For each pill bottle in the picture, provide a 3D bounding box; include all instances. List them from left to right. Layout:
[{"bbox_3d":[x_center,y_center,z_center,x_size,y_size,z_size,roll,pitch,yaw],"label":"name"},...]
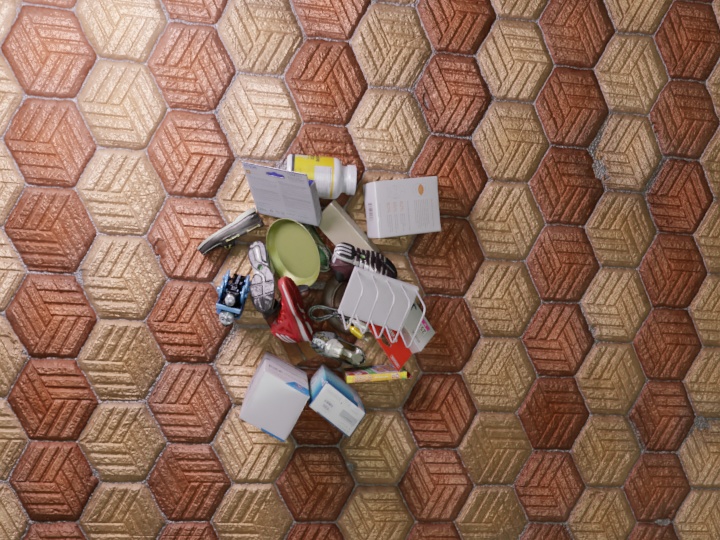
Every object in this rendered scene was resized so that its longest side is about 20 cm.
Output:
[{"bbox_3d":[-0.111,-0.260,1.650,0.192,0.112,0.117,3,95,-8],"label":"pill bottle"}]

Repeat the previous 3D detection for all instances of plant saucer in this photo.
[{"bbox_3d":[-0.182,-0.051,1.648,0.195,0.031,0.207,16,120,30],"label":"plant saucer"},{"bbox_3d":[-0.018,0.092,1.732,0.193,0.037,0.208,-1,96,-7],"label":"plant saucer"}]

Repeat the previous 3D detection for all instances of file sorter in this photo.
[{"bbox_3d":[0.058,0.104,1.579,0.194,0.125,0.142,17,110,-16],"label":"file sorter"}]

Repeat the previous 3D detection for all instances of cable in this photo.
[{"bbox_3d":[-0.050,0.127,1.686,0.194,0.050,0.100,19,94,-9],"label":"cable"}]

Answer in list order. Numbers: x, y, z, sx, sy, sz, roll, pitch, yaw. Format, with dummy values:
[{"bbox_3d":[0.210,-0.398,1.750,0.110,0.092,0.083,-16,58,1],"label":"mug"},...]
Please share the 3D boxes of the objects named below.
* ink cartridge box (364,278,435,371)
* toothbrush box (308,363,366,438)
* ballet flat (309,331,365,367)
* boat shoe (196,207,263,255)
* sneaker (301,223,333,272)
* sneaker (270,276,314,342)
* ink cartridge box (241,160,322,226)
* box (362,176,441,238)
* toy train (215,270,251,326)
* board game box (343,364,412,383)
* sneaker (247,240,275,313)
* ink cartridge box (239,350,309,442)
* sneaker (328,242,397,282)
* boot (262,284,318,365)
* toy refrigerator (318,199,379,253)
[{"bbox_3d":[0.112,0.156,1.706,0.203,0.043,0.173,56,48,-9],"label":"ink cartridge box"},{"bbox_3d":[-0.072,0.362,1.665,0.145,0.200,0.086,40,91,-10],"label":"toothbrush box"},{"bbox_3d":[-0.056,0.226,1.681,0.197,0.071,0.074,27,91,-37],"label":"ballet flat"},{"bbox_3d":[-0.364,-0.097,1.650,0.198,0.072,0.062,-35,98,-3],"label":"boat shoe"},{"bbox_3d":[-0.139,-0.081,1.673,0.077,0.089,0.201,-41,99,-3],"label":"sneaker"},{"bbox_3d":[-0.208,0.118,1.593,0.112,0.079,0.205,-13,113,16],"label":"sneaker"},{"bbox_3d":[-0.206,-0.215,1.579,0.190,0.203,0.044,14,55,15],"label":"ink cartridge box"},{"bbox_3d":[0.118,-0.179,1.675,0.193,0.106,0.158,-7,95,-18],"label":"box"},{"bbox_3d":[-0.347,0.076,1.608,0.084,0.201,0.118,12,104,-9],"label":"toy train"},{"bbox_3d":[0.050,0.301,1.728,0.192,0.096,0.031,0,95,-8],"label":"board game box"},{"bbox_3d":[-0.258,0.031,1.639,0.073,0.116,0.207,-13,68,7],"label":"sneaker"},{"bbox_3d":[-0.237,0.344,1.641,0.144,0.200,0.148,29,93,-9],"label":"ink cartridge box"},{"bbox_3d":[0.000,0.000,1.656,0.195,0.077,0.116,24,134,-14],"label":"sneaker"},{"bbox_3d":[-0.173,0.158,1.670,0.185,0.069,0.204,-29,97,22],"label":"boot"},{"bbox_3d":[-0.037,-0.099,1.691,0.076,0.070,0.200,-41,100,16],"label":"toy refrigerator"}]
